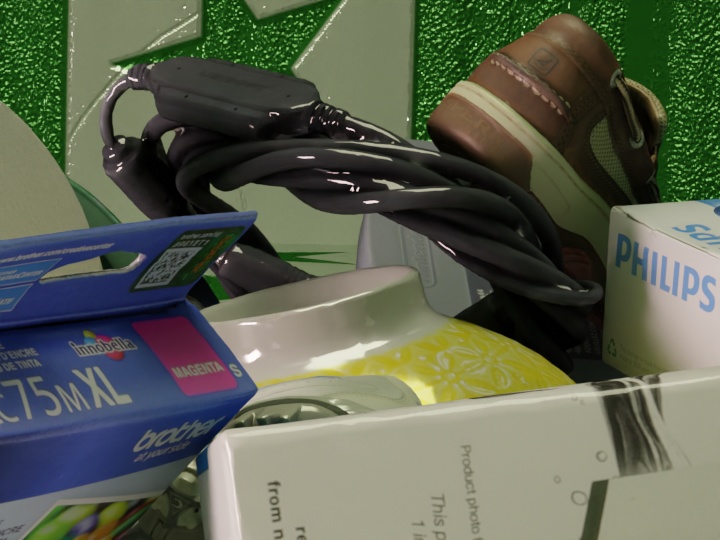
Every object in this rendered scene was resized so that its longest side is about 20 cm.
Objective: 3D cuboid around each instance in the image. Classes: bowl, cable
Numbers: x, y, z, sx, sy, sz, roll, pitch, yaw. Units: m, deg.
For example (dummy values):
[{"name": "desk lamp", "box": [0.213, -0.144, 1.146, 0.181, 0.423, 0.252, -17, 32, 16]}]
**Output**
[{"name": "bowl", "box": [-0.008, 0.060, 0.923, 0.199, 0.108, 0.200, -12, 7, 2]}, {"name": "cable", "box": [0.000, 0.000, 1.001, 0.199, 0.164, 0.051, 15, 55, 35]}]

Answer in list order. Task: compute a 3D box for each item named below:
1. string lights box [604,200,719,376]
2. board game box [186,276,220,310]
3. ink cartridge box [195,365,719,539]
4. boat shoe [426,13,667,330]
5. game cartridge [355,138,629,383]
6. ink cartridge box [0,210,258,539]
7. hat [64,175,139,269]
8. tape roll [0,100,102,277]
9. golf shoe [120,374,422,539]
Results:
[{"name": "string lights box", "box": [0.196, 0.009, 0.977, 0.199, 0.059, 0.103, -5, 16, -24]}, {"name": "board game box", "box": [-0.153, 0.063, 1.013, 0.199, 0.136, 0.035, -4, 50, -45]}, {"name": "ink cartridge box", "box": [0.066, 0.069, 0.672, 0.199, 0.085, 0.146, -7, -6, -7]}, {"name": "boat shoe", "box": [0.089, -0.034, 1.041, 0.075, 0.075, 0.202, 38, -5, 21]}, {"name": "game cartridge", "box": [0.065, 0.011, 1.168, 0.132, 0.041, 0.200, 9, 31, -9]}, {"name": "ink cartridge box", "box": [-0.106, 0.067, 0.710, 0.042, 0.200, 0.119, 49, 25, 18]}, {"name": "hat", "box": [-0.181, 0.072, 1.068, 0.200, 0.166, 0.176, -35, 20, 25]}, {"name": "tape roll", "box": [-0.160, 0.033, 0.886, 0.037, 0.204, 0.202, 1, 3, 40]}, {"name": "golf shoe", "box": [-0.066, 0.081, 0.818, 0.199, 0.079, 0.097, -17, 10, 23]}]
